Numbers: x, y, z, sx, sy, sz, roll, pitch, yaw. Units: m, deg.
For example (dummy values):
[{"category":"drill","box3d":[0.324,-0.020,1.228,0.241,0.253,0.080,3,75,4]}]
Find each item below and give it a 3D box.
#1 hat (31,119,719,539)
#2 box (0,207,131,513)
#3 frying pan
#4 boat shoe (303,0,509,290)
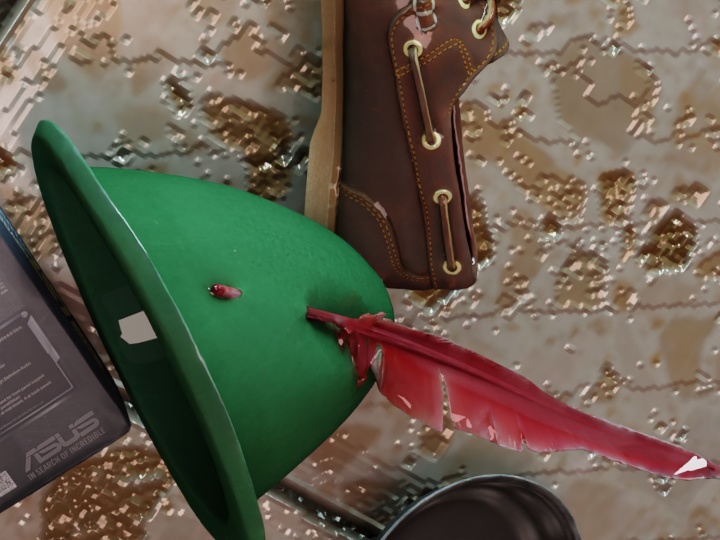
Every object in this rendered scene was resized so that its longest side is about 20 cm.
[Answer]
[{"category":"hat","box3d":[0.000,0.000,0.903,0.176,0.166,0.200,-27,126,-12]},{"category":"box","box3d":[-0.208,0.043,0.907,0.200,0.051,0.158,-33,118,-2]},{"category":"frying pan","box3d":[0.073,0.120,1.041,0.190,0.031,0.115,-25,119,-22]},{"category":"boat shoe","box3d":[0.020,-0.085,0.912,0.070,0.070,0.200,8,120,11]}]
